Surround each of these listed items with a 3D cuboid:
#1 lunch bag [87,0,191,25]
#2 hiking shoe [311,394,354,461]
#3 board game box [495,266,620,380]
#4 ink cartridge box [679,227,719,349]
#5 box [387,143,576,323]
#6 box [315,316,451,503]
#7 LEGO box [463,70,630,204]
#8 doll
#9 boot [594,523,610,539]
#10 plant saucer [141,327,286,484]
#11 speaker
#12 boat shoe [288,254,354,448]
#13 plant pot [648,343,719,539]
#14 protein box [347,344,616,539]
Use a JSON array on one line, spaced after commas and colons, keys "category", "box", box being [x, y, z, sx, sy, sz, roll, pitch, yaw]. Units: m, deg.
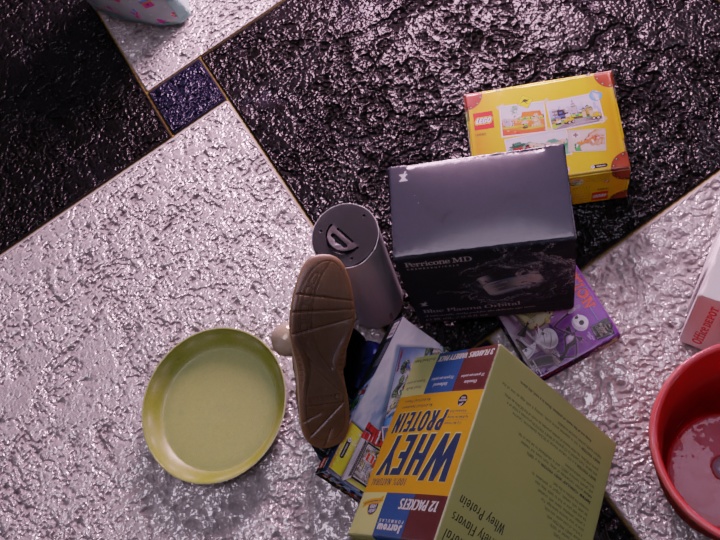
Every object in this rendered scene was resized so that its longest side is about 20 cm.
[{"category": "lunch bag", "box": [-0.381, -0.483, 1.292, 0.198, 0.170, 0.123, 25, 82, 22]}, {"category": "hiking shoe", "box": [-0.040, 0.142, 0.985, 0.073, 0.087, 0.203, -18, 64, 5]}, {"category": "board game box", "box": [0.220, 0.027, 1.008, 0.118, 0.032, 0.202, -26, 63, -4]}, {"category": "ink cartridge box", "box": [0.476, 0.028, 0.879, 0.197, 0.148, 0.146, 22, 73, 20]}, {"category": "box", "box": [0.144, -0.034, 0.927, 0.193, 0.201, 0.120, -7, 64, 11]}, {"category": "box", "box": [0.052, 0.175, 0.911, 0.136, 0.038, 0.202, 36, 62, -12]}, {"category": "LEGO box", "box": [0.241, -0.165, 1.057, 0.196, 0.077, 0.152, -7, 65, 11]}, {"category": "doll", "box": [-0.014, 0.113, 0.948, 0.197, 0.048, 0.138, 26, 54, -16]}, {"category": "boot", "box": [0.302, 0.326, 0.845, 0.170, 0.069, 0.204, -1, 71, 7]}, {"category": "plant saucer", "box": [-0.186, 0.175, 1.038, 0.196, 0.031, 0.204, -5, 66, 11]}, {"category": "speaker", "box": [0.000, 0.000, 0.974, 0.080, 0.201, 0.083, -5, 65, 10]}, {"category": "boat shoe", "box": [-0.046, 0.085, 0.873, 0.071, 0.072, 0.204, -3, 91, -15]}, {"category": "plant pot", "box": [0.385, 0.190, 0.813, 0.196, 0.178, 0.204, -5, 66, 11]}, {"category": "protein box", "box": [0.128, 0.219, 0.815, 0.134, 0.198, 0.202, -18, 41, 52]}]
